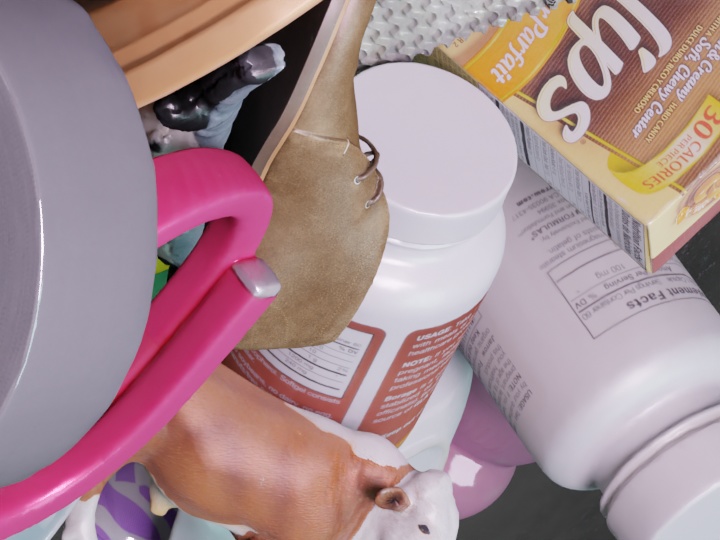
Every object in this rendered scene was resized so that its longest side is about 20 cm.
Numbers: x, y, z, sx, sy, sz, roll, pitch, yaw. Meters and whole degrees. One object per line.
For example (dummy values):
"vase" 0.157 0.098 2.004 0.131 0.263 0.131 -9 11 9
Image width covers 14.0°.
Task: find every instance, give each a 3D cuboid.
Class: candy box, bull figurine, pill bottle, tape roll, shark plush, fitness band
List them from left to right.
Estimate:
"tape roll" -0.167 -0.017 1.006 0.066 0.200 0.200 -8 135 -57
"fitness band" -0.107 0.034 1.103 0.200 0.037 0.144 -49 159 25
"shark plush" -0.076 -0.073 1.140 0.083 0.091 0.200 -54 180 -15
"bull figurine" -0.054 0.098 1.307 0.121 0.200 0.065 -55 -175 15
"pill bottle" 0.000 0.000 1.326 0.112 0.112 0.200 -29 159 -35
"candy box" 0.098 -0.107 1.307 0.115 0.200 0.055 -43 156 -11
"pill bottle" 0.119 0.043 1.422 0.114 0.200 0.114 -27 154 -14

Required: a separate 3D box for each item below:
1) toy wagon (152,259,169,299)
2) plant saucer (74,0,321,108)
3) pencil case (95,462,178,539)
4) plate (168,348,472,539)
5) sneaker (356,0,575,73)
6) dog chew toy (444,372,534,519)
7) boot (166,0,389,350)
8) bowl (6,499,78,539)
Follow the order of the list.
"toy wagon" -0.115 -0.009 1.301 0.155 0.040 0.200 -25 148 -41
"plant saucer" -0.050 -0.124 1.119 0.200 0.037 0.200 -30 -164 10
"pencil case" -0.061 0.076 1.475 0.200 0.084 0.085 -44 -165 -1
"plate" -0.027 0.146 1.493 0.200 0.032 0.200 -27 149 -37
"sneaker" 0.026 -0.153 1.271 0.200 0.100 0.070 -15 154 4
"dog chew toy" 0.045 0.080 1.615 0.200 0.125 0.125 -48 157 22
"boot" -0.018 -0.051 1.196 0.075 0.074 0.200 10 124 -16
"bowl" -0.207 0.070 1.190 0.201 0.105 0.201 -37 153 -22
